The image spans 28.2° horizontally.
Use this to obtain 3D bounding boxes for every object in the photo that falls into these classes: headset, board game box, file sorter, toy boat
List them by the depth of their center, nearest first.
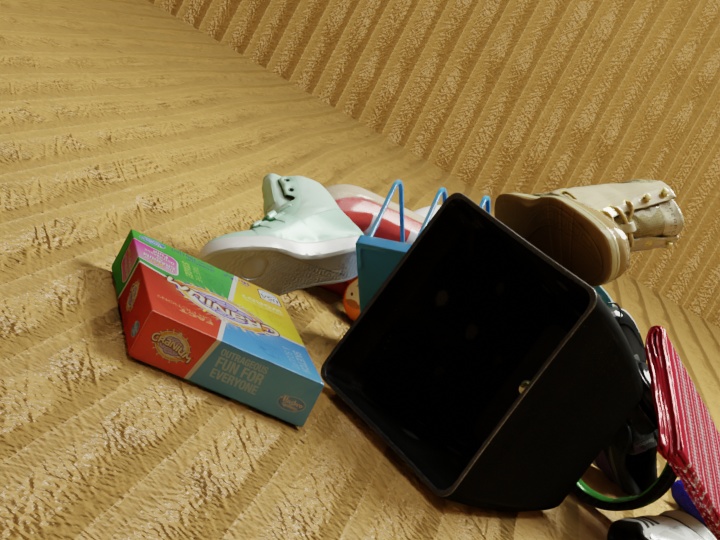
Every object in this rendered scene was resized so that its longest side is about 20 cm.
[{"bbox_3d":[-0.121,0.043,1.166,0.152,0.041,0.200,25,12,-21],"label":"board game box"},{"bbox_3d":[0.229,0.121,1.329,0.122,0.203,0.094,-13,-15,26],"label":"headset"},{"bbox_3d":[0.110,0.004,1.408,0.198,0.140,0.123,12,45,16],"label":"file sorter"},{"bbox_3d":[0.000,0.000,1.536,0.199,0.130,0.132,22,42,-34],"label":"toy boat"}]

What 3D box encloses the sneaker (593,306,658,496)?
[{"bbox_3d":[0.266,0.132,1.412,0.075,0.202,0.088,-19,31,-11],"label":"sneaker"}]

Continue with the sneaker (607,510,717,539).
[{"bbox_3d":[0.279,0.262,1.168,0.114,0.077,0.200,7,15,-41],"label":"sneaker"}]

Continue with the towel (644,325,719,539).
[{"bbox_3d":[0.300,0.160,1.283,0.201,0.022,0.146,54,27,-39],"label":"towel"}]

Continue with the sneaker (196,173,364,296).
[{"bbox_3d":[-0.094,-0.038,1.392,0.199,0.074,0.119,-5,48,-42],"label":"sneaker"}]

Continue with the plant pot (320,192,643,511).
[{"bbox_3d":[0.124,0.090,1.224,0.177,0.200,0.200,35,4,-42],"label":"plant pot"}]

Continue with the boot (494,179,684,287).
[{"bbox_3d":[0.224,-0.037,1.263,0.153,0.074,0.200,-6,11,-19],"label":"boot"}]

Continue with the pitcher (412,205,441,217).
[{"bbox_3d":[0.061,-0.027,1.775,0.198,0.123,0.171,-2,20,-44],"label":"pitcher"}]

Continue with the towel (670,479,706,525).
[{"bbox_3d":[0.435,0.246,1.468,0.146,0.050,0.200,-24,39,-25],"label":"towel"}]

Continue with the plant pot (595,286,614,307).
[{"bbox_3d":[0.164,0.048,1.599,0.198,0.136,0.200,26,17,-9],"label":"plant pot"}]
